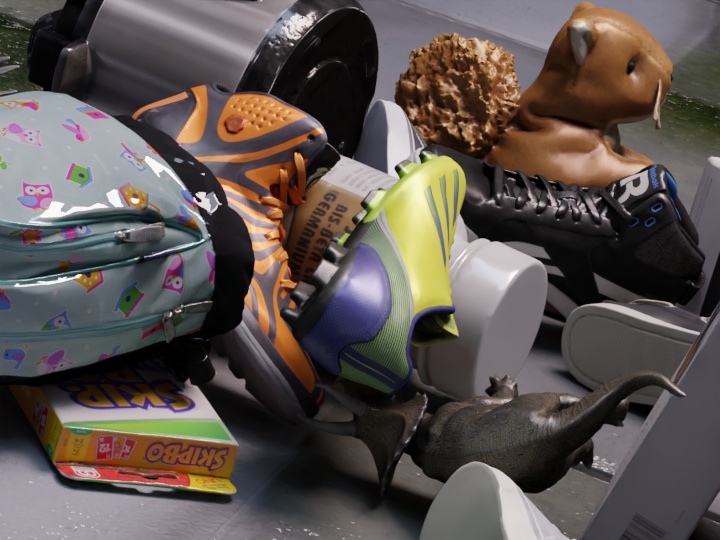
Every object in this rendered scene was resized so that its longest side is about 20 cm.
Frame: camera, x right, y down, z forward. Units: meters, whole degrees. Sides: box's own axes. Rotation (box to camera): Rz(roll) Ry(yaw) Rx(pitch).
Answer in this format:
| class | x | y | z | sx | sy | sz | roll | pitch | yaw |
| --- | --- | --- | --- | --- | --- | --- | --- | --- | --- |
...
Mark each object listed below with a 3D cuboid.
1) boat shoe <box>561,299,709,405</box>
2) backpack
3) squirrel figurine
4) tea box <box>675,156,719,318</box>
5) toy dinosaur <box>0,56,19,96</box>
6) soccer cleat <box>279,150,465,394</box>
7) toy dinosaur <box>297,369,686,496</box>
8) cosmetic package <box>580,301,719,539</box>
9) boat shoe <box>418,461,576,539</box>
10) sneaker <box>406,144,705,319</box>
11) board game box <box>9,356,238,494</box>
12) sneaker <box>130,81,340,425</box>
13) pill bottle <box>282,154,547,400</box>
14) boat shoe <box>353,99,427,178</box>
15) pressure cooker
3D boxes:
| class | x | y | z | sx | sy | sz | roll | pitch | yaw |
| --- | --- | --- | --- | --- | --- | --- | --- | --- | --- |
| boat shoe | 0.213 | 0.067 | 1.688 | 0.199 | 0.074 | 0.060 | 19 | 21 | 38 |
| backpack | -0.170 | -0.016 | 1.426 | 0.199 | 0.127 | 0.167 | -11 | 33 | -43 |
| squirrel figurine | 0.112 | -0.091 | 1.875 | 0.199 | 0.188 | 0.142 | 18 | 18 | 8 |
| tea box | 0.325 | 0.032 | 1.778 | 0.199 | 0.134 | 0.197 | 6 | 21 | -29 |
| toy dinosaur | -0.254 | -0.075 | 1.647 | 0.181 | 0.106 | 0.200 | 22 | 20 | 26 |
| soccer cleat | 0.022 | 0.003 | 1.490 | 0.084 | 0.065 | 0.200 | 39 | 32 | -2 |
| toy dinosaur | 0.076 | 0.089 | 1.441 | 0.199 | 0.077 | 0.102 | 2 | 12 | 40 |
| cosmetic package | 0.193 | 0.056 | 1.475 | 0.052 | 0.201 | 0.151 | 32 | 19 | 7 |
| boat shoe | 0.083 | 0.157 | 1.321 | 0.071 | 0.070 | 0.201 | 30 | 10 | -24 |
| sneaker | 0.131 | -0.042 | 1.753 | 0.200 | 0.112 | 0.073 | 35 | 28 | -24 |
| board game box | -0.133 | 0.061 | 1.469 | 0.095 | 0.030 | 0.200 | 7 | 22 | -25 |
| sneaker | -0.049 | -0.021 | 1.537 | 0.201 | 0.112 | 0.078 | 59 | -12 | 13 |
| pill bottle | 0.000 | 0.000 | 1.621 | 0.199 | 0.115 | 0.114 | 23 | 19 | 22 |
| boat shoe | 0.034 | -0.032 | 1.796 | 0.056 | 0.069 | 0.201 | 14 | 36 | -19 |
| pressure cooker | -0.111 | -0.127 | 1.816 | 0.199 | 0.179 | 0.176 | 24 | -20 | 24 |
